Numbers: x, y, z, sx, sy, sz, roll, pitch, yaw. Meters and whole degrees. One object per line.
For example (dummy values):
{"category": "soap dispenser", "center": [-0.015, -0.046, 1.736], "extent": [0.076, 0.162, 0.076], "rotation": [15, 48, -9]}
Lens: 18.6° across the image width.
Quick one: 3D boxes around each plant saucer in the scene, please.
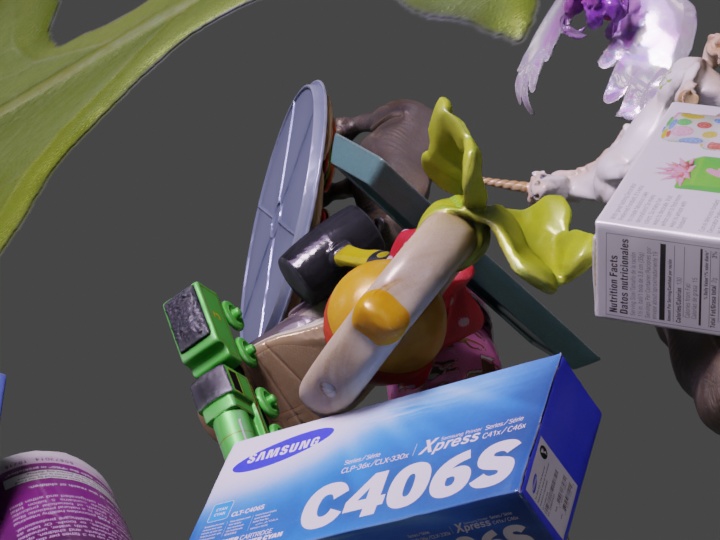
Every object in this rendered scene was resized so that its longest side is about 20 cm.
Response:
{"category": "plant saucer", "center": [0.060, -0.007, 1.290], "extent": [0.019, 0.200, 0.070], "rotation": [-51, 28, -3]}

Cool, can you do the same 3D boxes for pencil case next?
{"category": "pencil case", "center": [0.049, 0.073, 1.292], "extent": [0.087, 0.083, 0.200], "rotation": [-45, 23, 18]}

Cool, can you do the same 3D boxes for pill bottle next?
{"category": "pill bottle", "center": [-0.182, 0.197, 1.325], "extent": [0.112, 0.113, 0.200], "rotation": [-36, 26, -2]}

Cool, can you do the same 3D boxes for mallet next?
{"category": "mallet", "center": [0.000, 0.000, 1.337], "extent": [0.066, 0.041, 0.200], "rotation": [-35, 14, -7]}

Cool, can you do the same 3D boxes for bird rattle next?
{"category": "bird rattle", "center": [0.018, 0.011, 1.144], "extent": [0.163, 0.113, 0.200], "rotation": [-45, 2, -40]}

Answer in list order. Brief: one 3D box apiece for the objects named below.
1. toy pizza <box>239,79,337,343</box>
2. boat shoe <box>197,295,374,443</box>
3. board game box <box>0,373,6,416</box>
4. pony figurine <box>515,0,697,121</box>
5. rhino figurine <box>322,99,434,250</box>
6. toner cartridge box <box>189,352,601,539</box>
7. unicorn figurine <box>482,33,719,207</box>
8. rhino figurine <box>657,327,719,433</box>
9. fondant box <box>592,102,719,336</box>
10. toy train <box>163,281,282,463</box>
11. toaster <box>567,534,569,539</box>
{"category": "toy pizza", "center": [-0.044, -0.032, 1.523], "extent": [0.200, 0.032, 0.201], "rotation": [-167, 90, -79]}
{"category": "boat shoe", "center": [-0.016, 0.048, 1.433], "extent": [0.199, 0.072, 0.065], "rotation": [-34, 13, 10]}
{"category": "board game box", "center": [-0.277, 0.185, 1.359], "extent": [0.200, 0.043, 0.200], "rotation": [138, 142, -55]}
{"category": "pony figurine", "center": [0.170, -0.213, 1.546], "extent": [0.166, 0.200, 0.194], "rotation": [19, 74, 51]}
{"category": "rhino figurine", "center": [0.013, -0.053, 1.569], "extent": [0.087, 0.060, 0.201], "rotation": [-19, 33, 25]}
{"category": "toner cartridge box", "center": [0.012, 0.107, 1.058], "extent": [0.199, 0.043, 0.095], "rotation": [-18, 30, 31]}
{"category": "unicorn figurine", "center": [0.178, -0.076, 1.403], "extent": [0.200, 0.074, 0.137], "rotation": [-37, 16, 3]}
{"category": "rhino figurine", "center": [0.198, 0.060, 1.119], "extent": [0.060, 0.088, 0.200], "rotation": [-32, 26, 8]}
{"category": "fondant box", "center": [0.232, -0.020, 1.104], "extent": [0.199, 0.059, 0.144], "rotation": [10, 32, 21]}
{"category": "toy train", "center": [-0.074, 0.091, 1.354], "extent": [0.042, 0.056, 0.201], "rotation": [-34, 54, 15]}
{"category": "toaster", "center": [0.014, 0.179, 1.120], "extent": [0.180, 0.119, 0.200], "rotation": [-29, 27, 14]}
